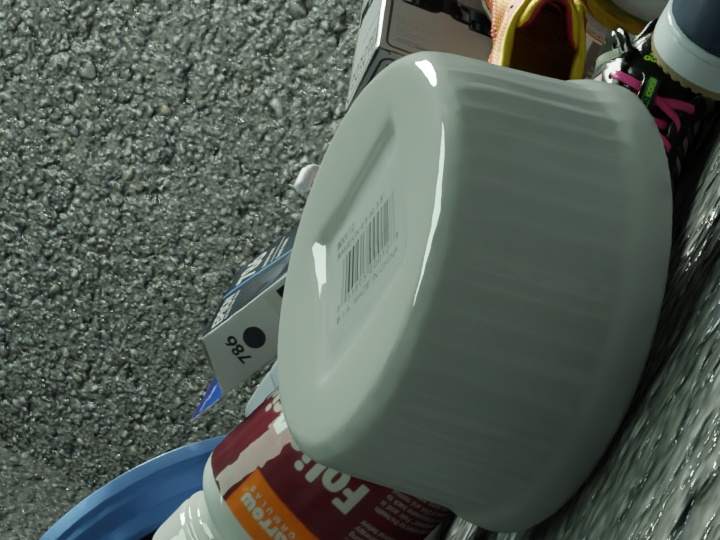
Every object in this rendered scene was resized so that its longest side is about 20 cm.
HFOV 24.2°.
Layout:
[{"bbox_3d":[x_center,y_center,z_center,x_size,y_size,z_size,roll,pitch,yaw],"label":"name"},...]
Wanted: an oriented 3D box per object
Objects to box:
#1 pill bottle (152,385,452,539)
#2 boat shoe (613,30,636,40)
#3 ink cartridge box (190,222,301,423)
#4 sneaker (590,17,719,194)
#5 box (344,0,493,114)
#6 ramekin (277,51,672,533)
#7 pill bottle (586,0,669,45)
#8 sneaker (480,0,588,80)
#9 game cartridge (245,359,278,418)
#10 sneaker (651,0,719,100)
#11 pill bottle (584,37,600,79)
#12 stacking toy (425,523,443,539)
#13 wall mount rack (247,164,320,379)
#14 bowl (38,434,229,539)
[{"bbox_3d":[-0.012,0.109,0.896,0.200,0.114,0.114,-45,3,12],"label":"pill bottle"},{"bbox_3d":[0.130,-0.055,1.009,0.201,0.068,0.072,-62,-1,41],"label":"boat shoe"},{"bbox_3d":[-0.025,-0.001,0.933,0.200,0.039,0.100,-39,13,22],"label":"ink cartridge box"},{"bbox_3d":[0.135,-0.075,0.828,0.088,0.073,0.200,-68,-8,26],"label":"sneaker"},{"bbox_3d":[0.061,-0.166,1.036,0.060,0.116,0.201,122,161,-47],"label":"box"},{"bbox_3d":[0.039,0.004,0.719,0.200,0.097,0.202,-165,90,-70],"label":"ramekin"},{"bbox_3d":[0.185,-0.199,1.075,0.112,0.111,0.200,-61,-1,0],"label":"pill bottle"},{"bbox_3d":[0.105,-0.144,0.947,0.077,0.072,0.201,119,160,-49],"label":"sneaker"},{"bbox_3d":[0.006,0.082,1.093,0.200,0.134,0.041,-42,-32,28],"label":"game cartridge"},{"bbox_3d":[0.190,-0.174,0.801,0.201,0.070,0.109,-72,3,-52],"label":"sneaker"},{"bbox_3d":[0.172,-0.171,1.342,0.201,0.113,0.113,-61,-1,27],"label":"pill bottle"},{"bbox_3d":[-0.026,0.200,1.018,0.200,0.146,0.146,-45,-7,-22],"label":"stacking toy"},{"bbox_3d":[0.000,0.000,1.029,0.199,0.074,0.175,-19,47,45],"label":"wall mount rack"},{"bbox_3d":[-0.114,0.177,1.025,0.200,0.039,0.201,-26,-29,-16],"label":"bowl"}]
